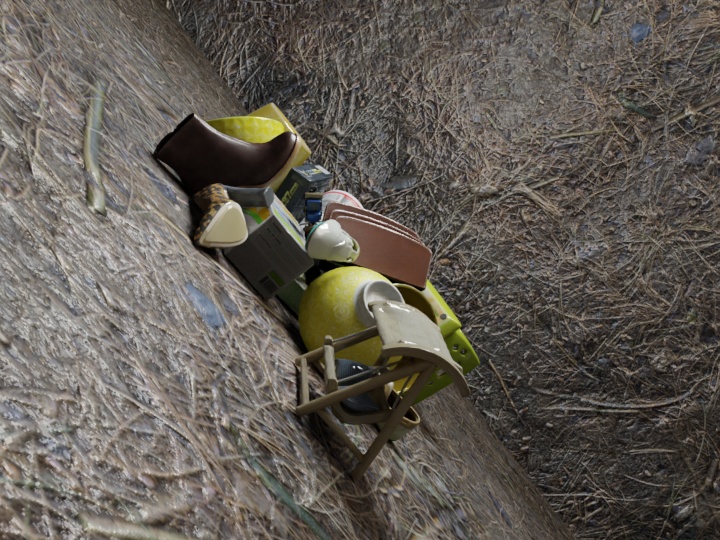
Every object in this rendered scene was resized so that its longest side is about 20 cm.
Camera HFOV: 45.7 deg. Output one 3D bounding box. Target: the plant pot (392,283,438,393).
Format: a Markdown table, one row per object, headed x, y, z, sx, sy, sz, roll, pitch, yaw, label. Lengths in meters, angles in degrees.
| x | y | z | sx | sy | sz | roll | pitch | yaw | label |
| --- | --- | --- | --- | --- | --- | --- | --- | --- | --- |
| 0.024 | 0.118 | 1.583 | 0.200 | 0.200 | 0.142 | 49 | -20 | -26 | plant pot |

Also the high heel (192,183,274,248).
| x | y | z | sx | sy | sz | roll | pitch | yaw | label |
| --- | --- | --- | --- | --- | --- | --- | --- | --- | --- |
| -0.236 | -0.079 | 1.303 | 0.200 | 0.141 | 0.072 | -47 | 133 | -55 | high heel |

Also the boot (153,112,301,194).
| x | y | z | sx | sy | sz | roll | pitch | yaw | label |
| --- | --- | --- | --- | --- | --- | --- | --- | --- | --- |
| -0.213 | -0.196 | 1.388 | 0.166 | 0.199 | 0.073 | 45 | 13 | -37 | boot |

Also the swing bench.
| x | y | z | sx | sy | sz | roll | pitch | yaw | label |
| --- | --- | --- | --- | --- | --- | --- | --- | --- | --- |
| 0.024 | 0.139 | 1.164 | 0.130 | 0.200 | 0.199 | 50 | 5 | -14 | swing bench |

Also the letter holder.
| x | y | z | sx | sy | sz | roll | pitch | yaw | label |
| --- | --- | --- | --- | --- | --- | --- | --- | --- | --- |
| 0.028 | -0.052 | 1.586 | 0.199 | 0.143 | 0.100 | 19 | -17 | -16 | letter holder |

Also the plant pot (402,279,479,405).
| x | y | z | sx | sy | sz | roll | pitch | yaw | label |
| --- | --- | --- | --- | --- | --- | --- | --- | --- | --- |
| 0.122 | 0.144 | 1.885 | 0.200 | 0.198 | 0.182 | 56 | -6 | 41 | plant pot |

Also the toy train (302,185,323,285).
| x | y | z | sx | sy | sz | roll | pitch | yaw | label |
| --- | --- | --- | --- | --- | --- | --- | --- | --- | --- |
| -0.083 | -0.055 | 1.469 | 0.046 | 0.034 | 0.201 | -92 | -176 | -52 | toy train |

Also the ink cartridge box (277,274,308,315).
| x | y | z | sx | sy | sz | roll | pitch | yaw | label |
| --- | --- | --- | --- | --- | --- | --- | --- | --- | --- |
| -0.105 | 0.046 | 1.555 | 0.200 | 0.048 | 0.146 | 47 | 6 | -27 | ink cartridge box |

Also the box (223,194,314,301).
| x | y | z | sx | sy | sz | roll | pitch | yaw | label |
| --- | --- | --- | --- | --- | --- | --- | --- | --- | --- |
| -0.161 | -0.056 | 1.424 | 0.113 | 0.101 | 0.200 | 51 | 5 | -25 | box |

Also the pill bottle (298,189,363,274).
| x | y | z | sx | sy | sz | roll | pitch | yaw | label |
| --- | --- | --- | --- | --- | --- | --- | --- | --- | --- |
| -0.076 | -0.066 | 1.740 | 0.114 | 0.113 | 0.200 | 50 | 44 | -16 | pill bottle |

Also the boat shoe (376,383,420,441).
| x | y | z | sx | sy | sz | roll | pitch | yaw | label |
| --- | --- | --- | --- | --- | --- | --- | --- | --- | --- |
| 0.029 | 0.204 | 1.455 | 0.200 | 0.066 | 0.074 | 50 | 24 | -25 | boat shoe |

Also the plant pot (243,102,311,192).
| x | y | z | sx | sy | sz | roll | pitch | yaw | label |
| --- | --- | --- | --- | --- | --- | --- | --- | --- | --- |
| -0.209 | -0.227 | 1.716 | 0.201 | 0.188 | 0.201 | 52 | 5 | -7 | plant pot |

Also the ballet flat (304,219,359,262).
| x | y | z | sx | sy | sz | roll | pitch | yaw | label |
| --- | --- | --- | --- | --- | --- | --- | --- | --- | --- |
| -0.036 | -0.041 | 1.400 | 0.070 | 0.069 | 0.200 | 52 | 7 | 7 | ballet flat |

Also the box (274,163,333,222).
| x | y | z | sx | sy | sz | roll | pitch | yaw | label |
| --- | --- | --- | --- | --- | --- | --- | --- | --- | --- |
| -0.135 | -0.135 | 1.722 | 0.051 | 0.158 | 0.200 | 35 | 15 | 5 | box |

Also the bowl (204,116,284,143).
| x | y | z | sx | sy | sz | roll | pitch | yaw | label |
| --- | --- | --- | --- | --- | --- | --- | --- | --- | --- |
| -0.226 | -0.192 | 1.521 | 0.200 | 0.198 | 0.109 | 26 | 55 | -79 | bowl |

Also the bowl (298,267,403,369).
| x | y | z | sx | sy | sz | roll | pitch | yaw | label |
| --- | --- | --- | --- | --- | --- | --- | --- | --- | --- |
| 0.010 | 0.072 | 1.383 | 0.199 | 0.108 | 0.202 | 17 | 57 | -27 | bowl |
